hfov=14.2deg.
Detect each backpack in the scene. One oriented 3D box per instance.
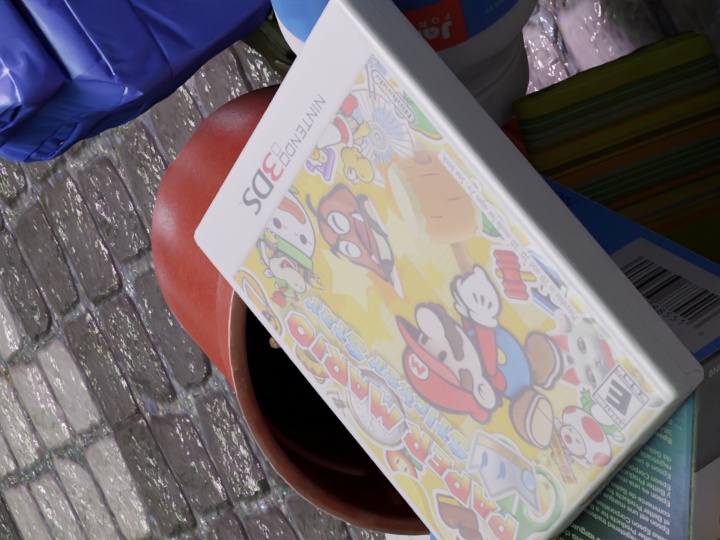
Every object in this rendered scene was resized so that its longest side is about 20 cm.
[{"bbox_3d":[-0.163,-0.139,1.407,0.163,0.168,0.200,61,160,-3],"label":"backpack"}]

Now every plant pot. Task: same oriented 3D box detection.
[{"bbox_3d":[0.000,0.000,1.354,0.195,0.201,0.201,29,139,64],"label":"plant pot"}]

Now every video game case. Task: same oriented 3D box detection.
[{"bbox_3d":[0.027,0.012,1.130,0.200,0.023,0.182,50,144,12],"label":"video game case"}]

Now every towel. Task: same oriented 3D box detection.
[{"bbox_3d":[0.129,0.005,1.208,0.018,0.086,0.200,-126,17,-71],"label":"towel"}]

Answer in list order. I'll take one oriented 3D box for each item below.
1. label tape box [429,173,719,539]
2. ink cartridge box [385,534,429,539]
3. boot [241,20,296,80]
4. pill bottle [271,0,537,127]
[{"bbox_3d":[0.096,0.076,1.169,0.144,0.063,0.200,29,136,36],"label":"label tape box"},{"bbox_3d":[0.092,0.136,1.410,0.200,0.083,0.147,22,132,57],"label":"ink cartridge box"},{"bbox_3d":[-0.039,-0.176,1.423,0.166,0.072,0.200,47,152,9],"label":"boot"},{"bbox_3d":[0.012,-0.142,1.137,0.112,0.112,0.200,42,160,41],"label":"pill bottle"}]
